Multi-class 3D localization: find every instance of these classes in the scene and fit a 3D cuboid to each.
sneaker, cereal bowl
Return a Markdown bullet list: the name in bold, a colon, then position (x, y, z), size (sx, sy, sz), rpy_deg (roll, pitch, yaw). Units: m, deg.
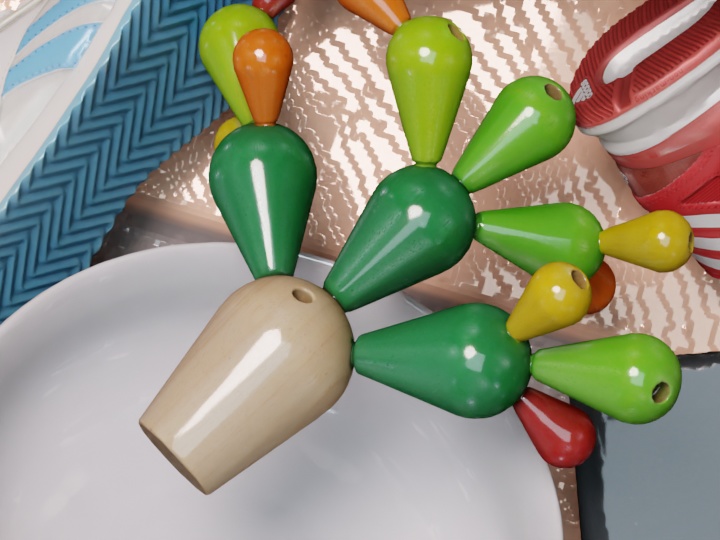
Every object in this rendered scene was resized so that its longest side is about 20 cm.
- **sneaker**: position (-0.100, -0.062, 0.813), size (0.081, 0.077, 0.200), rpy_deg (33, 78, 32)
- **cereal bowl**: position (-0.041, 0.095, 0.780), size (0.198, 0.084, 0.201), rpy_deg (5, 57, -8)
- **sneaker**: position (0.175, -0.069, 0.785), size (0.199, 0.079, 0.116), rpy_deg (-30, 117, 17)

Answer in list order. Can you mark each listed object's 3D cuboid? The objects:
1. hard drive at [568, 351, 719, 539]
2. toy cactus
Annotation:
- **hard drive**: position (0.145, 0.124, 0.808), size (0.138, 0.033, 0.202), rpy_deg (-5, 88, 4)
- **toy cactus**: position (0.000, 0.000, 0.760), size (0.165, 0.102, 0.200), rpy_deg (-43, 76, -11)
